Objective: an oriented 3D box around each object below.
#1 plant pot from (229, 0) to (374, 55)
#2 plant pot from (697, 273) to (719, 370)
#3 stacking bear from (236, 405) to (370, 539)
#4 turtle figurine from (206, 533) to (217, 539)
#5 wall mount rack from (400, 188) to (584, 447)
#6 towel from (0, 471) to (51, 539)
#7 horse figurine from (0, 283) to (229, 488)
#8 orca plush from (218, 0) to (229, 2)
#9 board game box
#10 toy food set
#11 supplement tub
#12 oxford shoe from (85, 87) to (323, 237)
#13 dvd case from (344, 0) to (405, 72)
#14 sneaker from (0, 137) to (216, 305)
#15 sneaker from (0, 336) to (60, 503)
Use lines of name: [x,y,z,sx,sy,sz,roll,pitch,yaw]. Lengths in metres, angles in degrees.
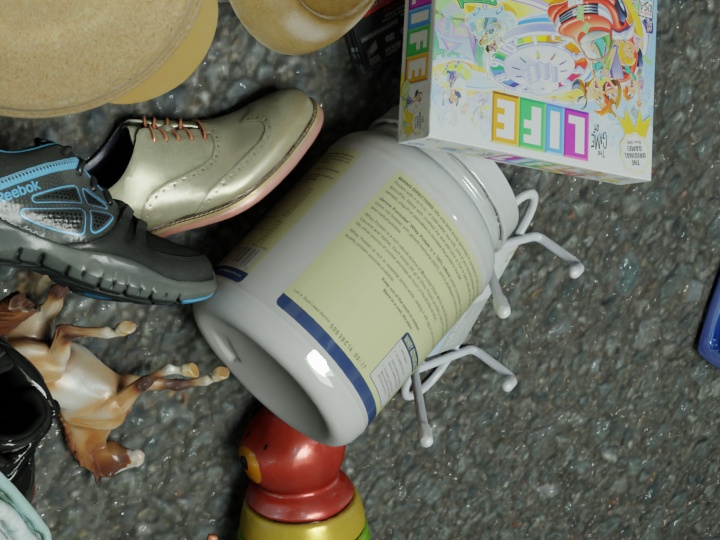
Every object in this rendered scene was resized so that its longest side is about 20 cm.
plant pot: [-0.018,-0.224,0.759,0.200,0.027,0.203,-33,129,-53]
plant pot: [0.452,0.026,1.182,0.178,0.200,0.202,0,114,-39]
stacking bear: [-0.048,0.190,1.003,0.112,0.121,0.203,-11,113,-25]
turtle figurine: [-0.197,0.255,0.963,0.160,0.065,0.201,17,113,-30]
wall mount rack: [0.090,0.043,0.989,0.173,0.074,0.202,-17,139,-57]
towel: [-0.287,0.108,0.768,0.048,0.169,0.201,-57,137,-36]
horse figurine: [-0.181,0.064,0.863,0.131,0.050,0.200,-22,139,21]
orca plush: [-0.145,-0.206,0.761,0.197,0.072,0.106,-2,141,-15]
board game box: [0.115,-0.137,0.870,0.198,0.034,0.137,6,85,-36]
toy food set: [-0.166,-0.174,0.685,0.197,0.049,0.200,-6,123,-16]
supplement tub: [0.000,0.000,0.890,0.200,0.144,0.146,-47,131,-19]
oxford shoe: [-0.114,-0.069,0.842,0.199,0.071,0.074,-34,126,-14]
dvd case: [0.032,-0.251,0.870,0.145,0.022,0.202,-31,129,-16]
sneaker: [-0.162,-0.031,0.752,0.198,0.073,0.083,19,76,-38]
sneaker: [-0.230,0.103,0.819,0.071,0.097,0.202,-54,153,-36]
